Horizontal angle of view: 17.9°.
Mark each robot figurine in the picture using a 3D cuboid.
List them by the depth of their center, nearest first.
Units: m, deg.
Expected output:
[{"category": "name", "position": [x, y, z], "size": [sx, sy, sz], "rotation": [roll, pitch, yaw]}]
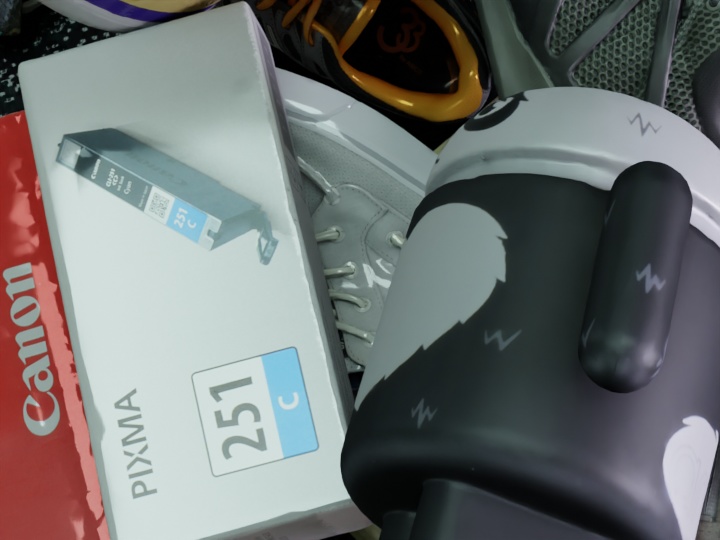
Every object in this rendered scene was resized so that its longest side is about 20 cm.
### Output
[{"category": "robot figurine", "position": [0.063, 0.033, 0.779], "size": [0.150, 0.125, 0.200], "rotation": [-2, 59, 37]}]

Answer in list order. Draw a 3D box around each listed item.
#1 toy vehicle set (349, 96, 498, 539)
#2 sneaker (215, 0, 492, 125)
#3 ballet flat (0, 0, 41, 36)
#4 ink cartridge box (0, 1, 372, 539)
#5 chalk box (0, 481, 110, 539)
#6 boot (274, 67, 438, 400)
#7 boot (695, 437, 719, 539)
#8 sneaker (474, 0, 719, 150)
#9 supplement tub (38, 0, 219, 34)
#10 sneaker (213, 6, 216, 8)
[{"category": "toy vehicle set", "position": [0.045, 0.019, 0.963], "size": [0.200, 0.027, 0.124], "rotation": [-41, 70, -14]}, {"category": "sneaker", "position": [-0.022, -0.126, 0.970], "size": [0.200, 0.077, 0.078], "rotation": [28, 103, -15]}, {"category": "ballet flat", "position": [-0.132, -0.192, 1.088], "size": [0.072, 0.072, 0.200], "rotation": [28, 77, 20]}, {"category": "ink cartridge box", "position": [-0.101, 0.018, 0.850], "size": [0.176, 0.045, 0.200], "rotation": [-16, 72, 6]}, {"category": "chalk box", "position": [-0.122, 0.163, 0.898], "size": [0.200, 0.124, 0.124], "rotation": [35, 77, 25]}, {"category": "boot", "position": [0.000, 0.000, 0.902], "size": [0.200, 0.074, 0.096], "rotation": [30, 68, 0]}, {"category": "boot", "position": [0.103, 0.082, 0.852], "size": [0.200, 0.072, 0.166], "rotation": [-3, 71, 18]}, {"category": "sneaker", "position": [0.098, -0.120, 0.871], "size": [0.114, 0.076, 0.200], "rotation": [-15, 89, 10]}, {"category": "supplement tub", "position": [-0.048, -0.190, 0.829], "size": [0.200, 0.145, 0.146], "rotation": [-31, 59, 39]}, {"category": "sneaker", "position": [-0.098, -0.045, 1.025], "size": [0.076, 0.070, 0.200], "rotation": [45, 80, -2]}]
